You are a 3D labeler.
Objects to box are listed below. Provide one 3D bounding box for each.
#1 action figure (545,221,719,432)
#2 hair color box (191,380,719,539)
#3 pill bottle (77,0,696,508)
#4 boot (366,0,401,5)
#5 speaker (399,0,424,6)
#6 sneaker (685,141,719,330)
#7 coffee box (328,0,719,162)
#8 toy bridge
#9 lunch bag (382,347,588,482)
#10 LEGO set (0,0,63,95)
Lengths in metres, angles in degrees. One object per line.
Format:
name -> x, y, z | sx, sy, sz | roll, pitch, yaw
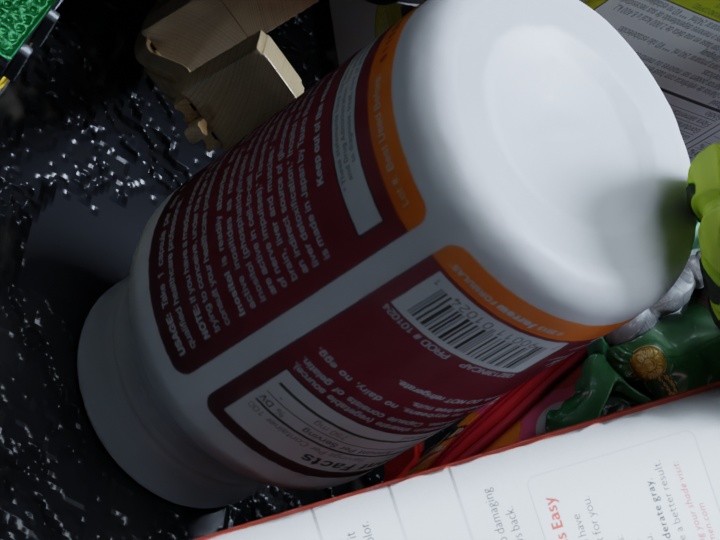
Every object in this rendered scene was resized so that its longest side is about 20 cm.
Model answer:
action figure -> 0.144, 0.007, 0.939 | 0.200, 0.055, 0.118 | -35, 116, -19
hair color box -> 0.045, 0.107, 0.841 | 0.200, 0.061, 0.102 | -14, 82, -19
pill bottle -> 0.000, 0.000, 0.849 | 0.113, 0.200, 0.113 | 23, 52, -32
boot -> 0.024, -0.192, 0.841 | 0.188, 0.069, 0.200 | 45, 50, 12
speaker -> -0.009, -0.178, 0.974 | 0.081, 0.081, 0.200 | 14, 27, -37
sneaker -> 0.165, 0.009, 0.839 | 0.200, 0.083, 0.074 | 30, 52, -61
coffee box -> 0.117, -0.147, 1.050 | 0.200, 0.198, 0.200 | 15, 55, -39
toy bridge -> -0.046, -0.090, 0.950 | 0.027, 0.067, 0.200 | 53, 20, -21
lunch bag -> 0.082, 0.099, 0.961 | 0.176, 0.082, 0.200 | 52, 44, 1
LEGO set -> -0.145, -0.134, 0.852 | 0.200, 0.116, 0.154 | 30, 68, -9
